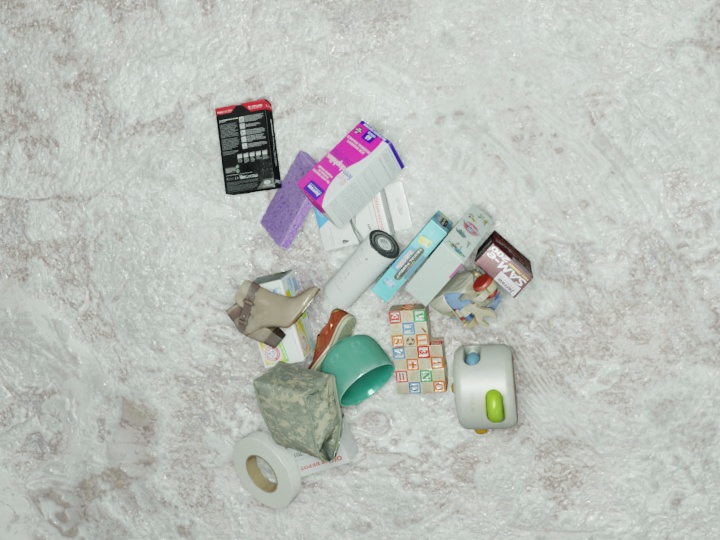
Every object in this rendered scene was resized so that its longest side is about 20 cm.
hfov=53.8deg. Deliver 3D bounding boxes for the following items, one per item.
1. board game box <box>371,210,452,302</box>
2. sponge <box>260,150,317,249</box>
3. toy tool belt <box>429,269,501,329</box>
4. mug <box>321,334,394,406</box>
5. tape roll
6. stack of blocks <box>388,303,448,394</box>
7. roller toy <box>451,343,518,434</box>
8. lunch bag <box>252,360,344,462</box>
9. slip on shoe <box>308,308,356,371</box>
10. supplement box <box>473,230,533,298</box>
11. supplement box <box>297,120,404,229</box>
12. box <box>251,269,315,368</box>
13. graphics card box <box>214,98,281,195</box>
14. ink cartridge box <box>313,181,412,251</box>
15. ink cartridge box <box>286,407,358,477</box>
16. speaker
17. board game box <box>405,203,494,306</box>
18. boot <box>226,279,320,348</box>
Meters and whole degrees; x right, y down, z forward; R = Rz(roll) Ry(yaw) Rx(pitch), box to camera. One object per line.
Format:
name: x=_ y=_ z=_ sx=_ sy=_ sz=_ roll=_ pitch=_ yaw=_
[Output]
board game box: x=0.115 y=-0.033 z=1.547 sx=0.047 sy=0.151 sz=0.200 roll=41 pitch=107 yaw=1
sponge: x=-0.152 y=-0.160 z=1.612 sx=0.112 sy=0.030 sz=0.200 roll=47 pitch=114 yaw=41
toy tool belt: x=0.245 y=0.066 z=1.529 sx=0.123 sy=0.200 sz=0.125 roll=46 pitch=64 yaw=-20
mug: x=-0.023 y=0.231 z=1.636 sx=0.185 sy=0.152 sz=0.114 roll=-51 pitch=60 yaw=26
tape roll: x=-0.232 y=0.494 z=1.755 sx=0.202 sy=0.037 sz=0.203 roll=18 pitch=120 yaw=33
stack of blocks: x=0.135 y=0.179 z=1.637 sx=0.115 sy=0.059 sz=0.200 roll=-5 pitch=101 yaw=13
roller toy: x=0.270 y=0.257 z=1.561 sx=0.139 sy=0.200 sz=0.183 roll=-5 pitch=66 yaw=13
lunch bag: x=-0.131 y=0.323 z=1.588 sx=0.164 sy=0.118 sz=0.200 roll=8 pitch=117 yaw=36
slip on shoe: x=-0.078 y=0.177 z=1.686 sx=0.061 sy=0.074 sz=0.200 roll=39 pitch=112 yaw=30
supplement box: x=0.300 y=-0.018 z=1.483 sx=0.109 sy=0.200 sz=0.061 roll=41 pitch=106 yaw=1
supplement box: x=-0.020 y=-0.203 z=1.518 sx=0.200 sy=0.103 sz=0.101 roll=-46 pitch=58 yaw=-3
box: x=-0.189 y=0.114 z=1.668 sx=0.101 sy=0.112 sz=0.200 roll=-13 pitch=100 yaw=14
graphics card box: x=-0.255 y=-0.278 z=1.617 sx=0.125 sy=0.051 sz=0.201 roll=-7 pitch=90 yaw=13
ink cartridge box: x=0.005 y=-0.124 z=1.596 sx=0.200 sy=0.067 sz=0.116 roll=-13 pitch=98 yaw=15
ink cartridge box: x=-0.114 y=0.380 z=1.723 sx=0.146 sy=0.086 sz=0.200 roll=-21 pitch=95 yaw=16
speaker: x=0.000 y=0.000 z=1.583 sx=0.081 sy=0.081 sz=0.200 roll=42 pitch=129 yaw=1
board game box: x=0.187 y=-0.035 z=1.484 sx=0.064 sy=0.200 sz=0.148 roll=39 pitch=130 yaw=2
boot: x=-0.201 y=0.072 z=1.568 sx=0.146 sy=0.070 sz=0.200 roll=40 pitch=103 yaw=2
